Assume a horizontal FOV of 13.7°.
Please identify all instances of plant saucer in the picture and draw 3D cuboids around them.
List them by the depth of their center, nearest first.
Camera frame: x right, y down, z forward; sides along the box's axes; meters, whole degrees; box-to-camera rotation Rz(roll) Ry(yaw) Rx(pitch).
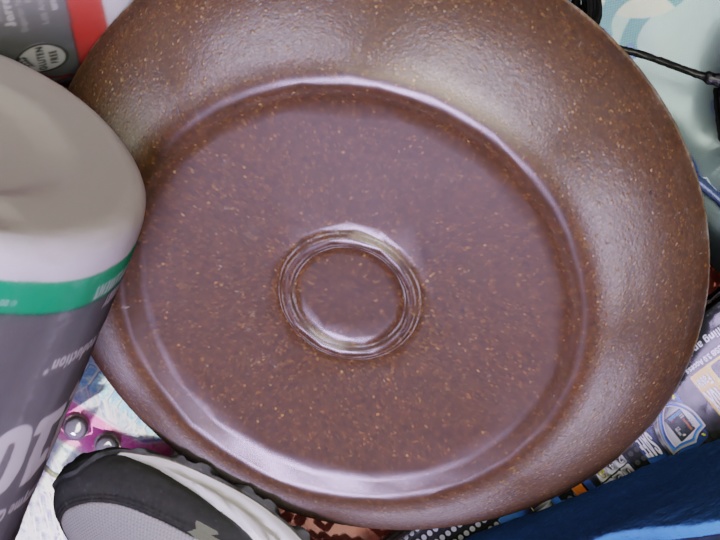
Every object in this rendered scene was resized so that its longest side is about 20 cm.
[{"bbox_3d":[0.000,0.000,0.870,0.200,0.037,0.201,6,121,10],"label":"plant saucer"}]

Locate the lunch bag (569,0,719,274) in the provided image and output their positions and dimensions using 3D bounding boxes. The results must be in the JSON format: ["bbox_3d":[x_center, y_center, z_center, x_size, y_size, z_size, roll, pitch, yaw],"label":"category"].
[{"bbox_3d":[0.154,-0.075,0.957,0.200,0.082,0.161,45,84,-4],"label":"lunch bag"}]

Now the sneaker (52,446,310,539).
[{"bbox_3d":[-0.033,0.141,0.901,0.079,0.074,0.200,-32,88,-38],"label":"sneaker"}]

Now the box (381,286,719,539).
[{"bbox_3d":[0.127,0.114,0.931,0.200,0.048,0.193,-38,90,23],"label":"box"}]

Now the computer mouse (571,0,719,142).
[{"bbox_3d":[0.100,-0.060,0.898,0.200,0.034,0.059,15,106,0],"label":"computer mouse"}]

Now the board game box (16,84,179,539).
[{"bbox_3d":[-0.143,0.019,0.960,0.200,0.026,0.200,-13,90,-5],"label":"board game box"}]

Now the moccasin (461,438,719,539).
[{"bbox_3d":[0.101,0.092,0.877,0.200,0.080,0.068,-21,102,36],"label":"moccasin"}]

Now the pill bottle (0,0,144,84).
[{"bbox_3d":[-0.169,-0.099,0.896,0.200,0.116,0.116,-11,90,-3],"label":"pill bottle"}]

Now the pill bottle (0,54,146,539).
[{"bbox_3d":[-0.145,0.041,0.857,0.113,0.113,0.200,23,118,-4],"label":"pill bottle"}]
